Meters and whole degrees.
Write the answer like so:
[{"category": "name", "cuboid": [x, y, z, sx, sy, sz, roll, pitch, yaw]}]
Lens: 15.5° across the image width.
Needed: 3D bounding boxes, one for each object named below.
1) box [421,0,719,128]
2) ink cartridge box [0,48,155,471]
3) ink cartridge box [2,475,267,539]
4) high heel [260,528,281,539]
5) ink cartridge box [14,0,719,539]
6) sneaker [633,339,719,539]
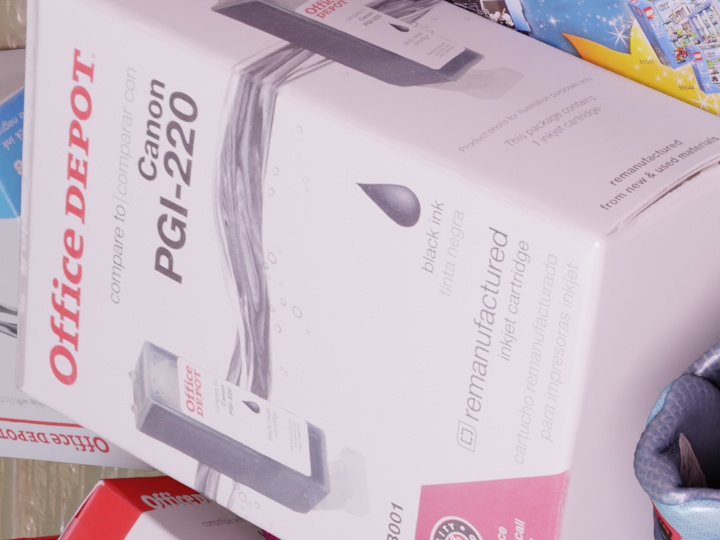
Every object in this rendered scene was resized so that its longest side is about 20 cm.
[{"category": "box", "cuboid": [0.075, -0.051, 0.744, 0.200, 0.038, 0.137, 5, 126, 46]}, {"category": "ink cartridge box", "cuboid": [-0.122, 0.013, 1.073, 0.116, 0.067, 0.200, 0, 123, 47]}, {"category": "ink cartridge box", "cuboid": [-0.044, 0.134, 0.961, 0.200, 0.067, 0.116, 36, -171, 18]}, {"category": "high heel", "cuboid": [0.004, 0.056, 0.879, 0.096, 0.067, 0.200, 31, 146, 8]}, {"category": "ink cartridge box", "cuboid": [0.000, 0.000, 0.747, 0.200, 0.085, 0.146, 27, 127, 31]}, {"category": "sneaker", "cuboid": [0.098, 0.055, 0.670, 0.200, 0.095, 0.079, -63, 40, 33]}]
